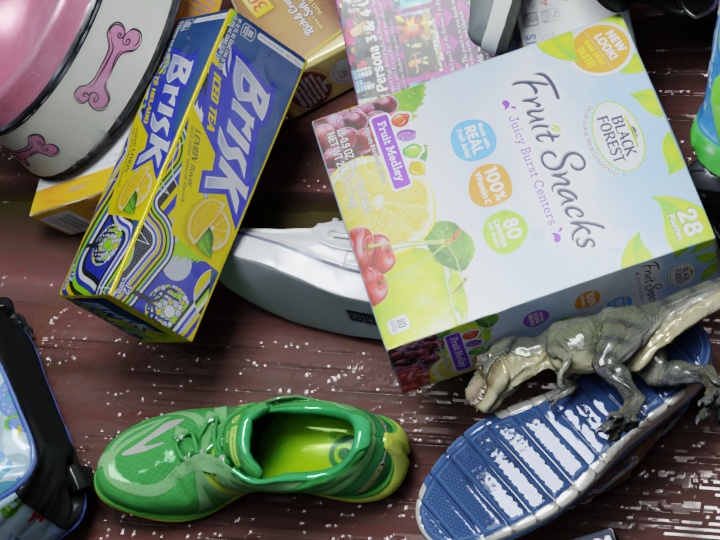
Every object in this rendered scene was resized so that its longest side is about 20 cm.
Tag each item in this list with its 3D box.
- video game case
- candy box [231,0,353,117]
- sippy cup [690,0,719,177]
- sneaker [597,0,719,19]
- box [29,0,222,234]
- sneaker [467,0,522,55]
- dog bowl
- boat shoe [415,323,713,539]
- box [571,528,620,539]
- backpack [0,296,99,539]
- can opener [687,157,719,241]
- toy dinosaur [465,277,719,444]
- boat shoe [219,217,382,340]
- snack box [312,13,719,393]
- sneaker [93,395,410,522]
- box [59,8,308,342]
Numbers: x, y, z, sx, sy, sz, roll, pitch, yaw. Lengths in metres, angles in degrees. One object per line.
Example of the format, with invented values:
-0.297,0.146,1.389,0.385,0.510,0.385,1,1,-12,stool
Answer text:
0.075,-0.176,1.420,0.181,0.036,0.200,-13,87,5,video game case
0.015,-0.201,1.492,0.200,0.055,0.115,-27,62,4,candy box
0.261,-0.129,1.303,0.140,0.130,0.178,-5,28,1,sippy cup
0.216,-0.190,1.376,0.200,0.076,0.088,-6,61,-24,sneaker
-0.150,-0.128,1.495,0.119,0.041,0.200,-13,56,50,box
0.050,-0.234,1.363,0.121,0.084,0.200,7,80,1,sneaker
-0.199,-0.164,1.481,0.200,0.074,0.200,-37,39,39,dog bowl
0.124,0.107,1.305,0.200,0.072,0.072,-33,62,-4,boat shoe
0.073,0.241,1.189,0.198,0.200,0.123,-19,63,10,box
-0.296,0.115,1.404,0.200,0.147,0.183,-33,57,7,backpack
0.286,-0.034,1.320,0.200,0.063,0.079,17,73,25,can opener
0.158,0.050,1.259,0.200,0.047,0.088,-19,53,0,toy dinosaur
0.000,0.000,1.406,0.200,0.074,0.065,16,63,17,boat shoe
0.091,-0.041,1.329,0.200,0.068,0.169,-19,60,1,snack box
-0.072,0.106,1.367,0.200,0.084,0.074,-7,65,16,sneaker
-0.108,-0.059,1.396,0.064,0.070,0.200,-2,62,52,box
